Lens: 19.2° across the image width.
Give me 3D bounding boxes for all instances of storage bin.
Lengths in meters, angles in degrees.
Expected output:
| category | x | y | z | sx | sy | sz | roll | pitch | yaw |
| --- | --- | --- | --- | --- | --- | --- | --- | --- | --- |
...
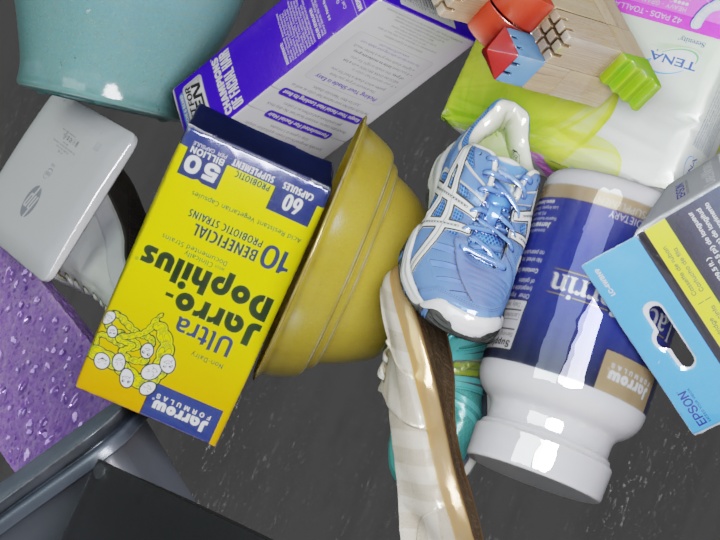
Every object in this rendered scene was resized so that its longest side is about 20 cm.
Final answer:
| category | x | y | z | sx | sy | sz | roll | pitch | yaw |
| --- | --- | --- | --- | --- | --- | --- | --- | --- | --- |
| storage bin | -0.202 | 0.197 | 1.533 | 0.200 | 0.146 | 0.135 | -34 | 95 | 13 |

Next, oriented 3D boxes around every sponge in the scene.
| category | x | y | z | sx | sy | sz | roll | pitch | yaw |
| --- | --- | --- | --- | --- | --- | --- | --- | --- | --- |
| sponge | -0.257 | 0.077 | 1.665 | 0.112 | 0.030 | 0.200 | -46 | 57 | 6 |

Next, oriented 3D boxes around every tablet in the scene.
| category | x | y | z | sx | sy | sz | roll | pitch | yaw |
| --- | --- | --- | --- | --- | --- | --- | --- | --- | --- |
| tablet | -0.242 | -0.069 | 1.667 | 0.130 | 0.014 | 0.200 | -58 | 29 | -1 |

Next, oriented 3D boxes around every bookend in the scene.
| category | x | y | z | sx | sy | sz | roll | pitch | yaw |
| --- | --- | --- | --- | --- | --- | --- | --- | --- | --- |
| bookend | -0.068 | 0.223 | 1.416 | 0.200 | 0.199 | 0.092 | 20 | 82 | 38 |

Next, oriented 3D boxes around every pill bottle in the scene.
| category | x | y | z | sx | sy | sz | roll | pitch | yaw |
| --- | --- | --- | --- | --- | --- | --- | --- | --- | --- |
| pill bottle | 0.146 | 0.044 | 1.404 | 0.115 | 0.116 | 0.201 | 15 | 80 | 32 |

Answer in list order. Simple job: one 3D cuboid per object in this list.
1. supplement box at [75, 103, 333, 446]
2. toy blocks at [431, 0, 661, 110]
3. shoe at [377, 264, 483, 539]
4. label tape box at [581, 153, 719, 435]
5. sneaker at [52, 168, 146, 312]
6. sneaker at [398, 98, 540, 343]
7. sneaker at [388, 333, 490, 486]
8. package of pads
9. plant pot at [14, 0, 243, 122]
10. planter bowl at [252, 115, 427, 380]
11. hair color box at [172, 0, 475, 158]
| category | x | y | z | sx | sy | sz | roll | pitch | yaw |
| --- | --- | --- | --- | --- | --- | --- | --- | --- | --- |
| supplement box | -0.107 | 0.001 | 1.489 | 0.109 | 0.110 | 0.201 | 23 | 101 | -5 |
| toy blocks | 0.099 | -0.191 | 1.406 | 0.100 | 0.136 | 0.200 | -45 | 53 | 33 |
| shoe | 0.035 | 0.096 | 1.400 | 0.053 | 0.070 | 0.201 | -13 | 85 | 15 |
| label tape box | 0.260 | -0.007 | 1.345 | 0.200 | 0.066 | 0.143 | -31 | 105 | 17 |
| sneaker | -0.192 | 0.006 | 1.637 | 0.085 | 0.073 | 0.200 | -40 | 48 | 18 |
| sneaker | 0.074 | -0.036 | 1.395 | 0.200 | 0.075 | 0.077 | -84 | 19 | -47 |
| sneaker | 0.056 | 0.057 | 1.470 | 0.077 | 0.080 | 0.201 | 9 | 77 | 31 |
| package of pads | 0.169 | -0.132 | 1.484 | 0.200 | 0.068 | 0.155 | 20 | 82 | 33 |
| plant pot | -0.180 | -0.217 | 1.645 | 0.200 | 0.200 | 0.189 | 14 | 92 | 32 |
| planter bowl | 0.000 | 0.000 | 1.492 | 0.083 | 0.200 | 0.201 | 23 | 83 | -3 |
| hair color box | -0.028 | -0.148 | 1.547 | 0.200 | 0.109 | 0.065 | -37 | 56 | 29 |
